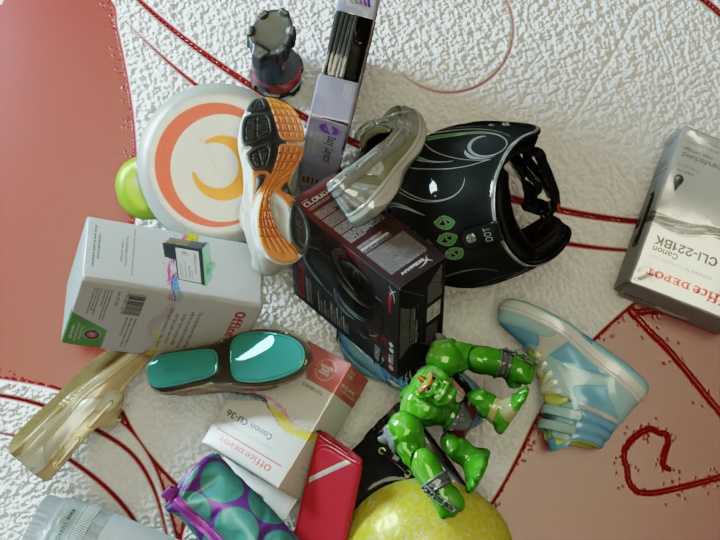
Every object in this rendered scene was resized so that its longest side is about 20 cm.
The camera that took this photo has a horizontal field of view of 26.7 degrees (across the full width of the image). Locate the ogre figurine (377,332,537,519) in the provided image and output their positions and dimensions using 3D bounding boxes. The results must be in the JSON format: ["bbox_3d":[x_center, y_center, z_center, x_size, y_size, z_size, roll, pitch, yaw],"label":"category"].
[{"bbox_3d":[0.100,0.157,1.643,0.119,0.098,0.201,30,88,2],"label":"ogre figurine"}]

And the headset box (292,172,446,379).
[{"bbox_3d":[0.000,0.000,1.684,0.077,0.149,0.200,-34,55,-29],"label":"headset box"}]

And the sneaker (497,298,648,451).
[{"bbox_3d":[0.219,0.130,1.742,0.199,0.080,0.131,34,81,4],"label":"sneaker"}]

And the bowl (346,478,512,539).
[{"bbox_3d":[0.071,0.339,1.651,0.199,0.108,0.201,1,111,3],"label":"bowl"}]

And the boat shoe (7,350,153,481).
[{"bbox_3d":[-0.307,0.158,1.729,0.200,0.074,0.069,-43,109,-15],"label":"boat shoe"}]

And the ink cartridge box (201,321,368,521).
[{"bbox_3d":[-0.095,0.176,1.711,0.116,0.067,0.201,26,81,26],"label":"ink cartridge box"}]

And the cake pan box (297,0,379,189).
[{"bbox_3d":[-0.024,-0.207,1.704,0.052,0.200,0.185,12,70,-3],"label":"cake pan box"}]

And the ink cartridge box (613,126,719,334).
[{"bbox_3d":[0.400,-0.045,1.770,0.144,0.084,0.201,21,82,0],"label":"ink cartridge box"}]

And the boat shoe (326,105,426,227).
[{"bbox_3d":[0.017,-0.127,1.649,0.065,0.074,0.202,46,40,-17],"label":"boat shoe"}]

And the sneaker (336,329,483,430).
[{"bbox_3d":[0.064,0.108,1.733,0.199,0.090,0.079,32,82,3],"label":"sneaker"}]

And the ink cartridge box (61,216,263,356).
[{"bbox_3d":[-0.219,0.027,1.679,0.199,0.145,0.084,9,56,-16],"label":"ink cartridge box"}]

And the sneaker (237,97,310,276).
[{"bbox_3d":[-0.105,-0.088,1.637,0.075,0.092,0.201,6,66,-21],"label":"sneaker"}]

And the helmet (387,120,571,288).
[{"bbox_3d":[0.123,-0.074,1.705,0.190,0.199,0.202,-2,87,43],"label":"helmet"}]

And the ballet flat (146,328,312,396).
[{"bbox_3d":[-0.138,0.106,1.678,0.199,0.067,0.069,-4,71,19],"label":"ballet flat"}]

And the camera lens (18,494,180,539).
[{"bbox_3d":[-0.277,0.348,1.652,0.199,0.160,0.161,22,82,1],"label":"camera lens"}]

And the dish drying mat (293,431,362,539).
[{"bbox_3d":[-0.044,0.285,1.680,0.077,0.018,0.201,29,113,38],"label":"dish drying mat"}]

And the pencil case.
[{"bbox_3d":[-0.124,0.298,1.652,0.200,0.092,0.085,46,123,10],"label":"pencil case"}]

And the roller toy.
[{"bbox_3d":[-0.162,-0.116,1.733,0.199,0.140,0.183,25,87,-7],"label":"roller toy"}]

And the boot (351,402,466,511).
[{"bbox_3d":[0.047,0.273,1.724,0.153,0.073,0.204,-36,89,0],"label":"boot"}]

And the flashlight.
[{"bbox_3d":[-0.096,-0.248,1.723,0.068,0.200,0.068,-16,82,-5],"label":"flashlight"}]
